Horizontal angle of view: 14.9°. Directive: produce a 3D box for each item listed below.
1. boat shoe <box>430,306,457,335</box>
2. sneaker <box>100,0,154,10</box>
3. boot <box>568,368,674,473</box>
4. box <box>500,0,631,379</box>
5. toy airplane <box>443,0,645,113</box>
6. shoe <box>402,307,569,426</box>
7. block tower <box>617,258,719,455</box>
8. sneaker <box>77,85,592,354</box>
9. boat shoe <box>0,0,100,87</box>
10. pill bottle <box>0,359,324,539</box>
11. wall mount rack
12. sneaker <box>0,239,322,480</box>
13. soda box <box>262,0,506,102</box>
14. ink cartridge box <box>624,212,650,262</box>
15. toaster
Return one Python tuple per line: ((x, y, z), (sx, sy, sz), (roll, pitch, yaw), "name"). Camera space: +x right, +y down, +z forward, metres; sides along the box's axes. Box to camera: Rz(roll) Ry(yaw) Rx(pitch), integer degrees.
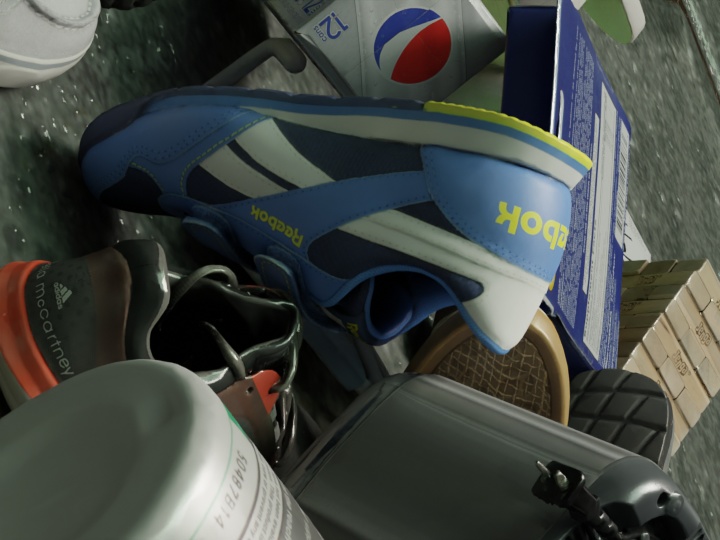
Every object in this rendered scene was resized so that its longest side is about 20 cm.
((0.100, 0.070, 1.333), (0.200, 0.073, 0.065), (52, 30, -38), "boat shoe")
((-0.126, -0.196, 1.049), (0.076, 0.075, 0.201), (-100, 169, -71), "sneaker")
((0.092, 0.144, 1.152), (0.132, 0.069, 0.201), (28, 85, -60), "boot")
((0.078, -0.028, 1.100), (0.200, 0.032, 0.122), (49, 45, -72), "box")
((0.039, -0.152, 1.316), (0.201, 0.141, 0.199), (56, -14, 6), "toy airplane")
((0.031, 0.080, 1.046), (0.054, 0.069, 0.201), (-92, -167, -50), "shoe")
((0.104, 0.072, 1.244), (0.200, 0.054, 0.058), (-48, 119, -35), "block tower")
((-0.018, -0.018, 0.974), (0.074, 0.199, 0.083), (17, 80, -60), "sneaker")
((-0.134, -0.123, 0.929), (0.200, 0.068, 0.072), (37, 35, -55), "boat shoe")
((-0.042, 0.133, 0.834), (0.200, 0.113, 0.113), (55, 23, -30), "pill bottle")
((0.000, 0.000, 1.104), (0.200, 0.074, 0.174), (50, 10, -41), "wall mount rack")
((-0.047, 0.044, 0.959), (0.200, 0.081, 0.078), (34, 38, -57), "sneaker")
((-0.003, -0.119, 1.159), (0.064, 0.068, 0.200), (51, 1, -21), "soda box")
((0.097, -0.062, 1.510), (0.201, 0.044, 0.094), (61, 19, -19), "ink cartridge box")
((0.049, 0.119, 0.941), (0.114, 0.129, 0.200), (-47, 135, -20), "toaster")
